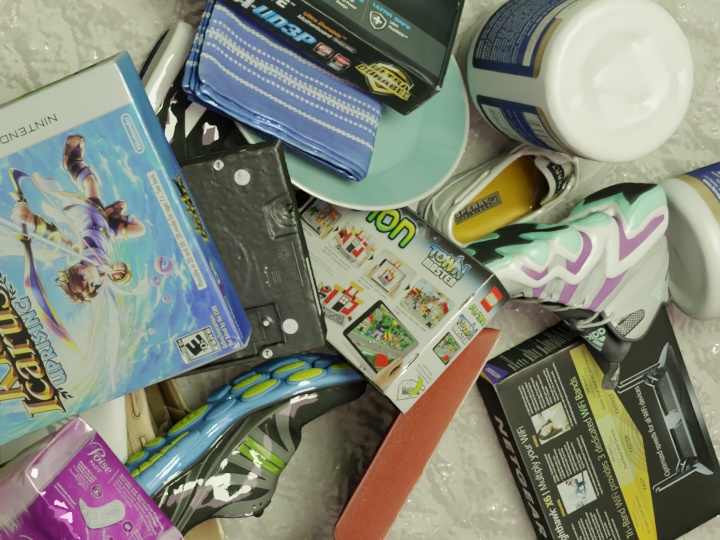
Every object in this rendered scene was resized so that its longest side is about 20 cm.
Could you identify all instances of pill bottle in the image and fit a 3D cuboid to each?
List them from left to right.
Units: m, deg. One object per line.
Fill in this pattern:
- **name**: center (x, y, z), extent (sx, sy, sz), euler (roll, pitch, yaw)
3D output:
- **pill bottle**: center (0.142, -0.142, 1.099), extent (0.110, 0.200, 0.112), euler (-4, 102, -18)
- **pill bottle**: center (0.336, -0.043, 1.229), extent (0.198, 0.116, 0.117), euler (-18, 106, -14)

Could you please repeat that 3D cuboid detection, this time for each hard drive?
- **hard drive**: center (-0.133, 0.002, 1.029), extent (0.198, 0.038, 0.141), euler (-13, 104, 5)

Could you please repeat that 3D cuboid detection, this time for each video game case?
- **video game case**: center (-0.191, -0.011, 0.987), extent (0.180, 0.045, 0.201), euler (-22, 103, 9)

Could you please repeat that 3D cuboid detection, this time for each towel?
- **towel**: center (-0.037, -0.171, 1.073), extent (0.144, 0.024, 0.202), euler (25, 58, -21)

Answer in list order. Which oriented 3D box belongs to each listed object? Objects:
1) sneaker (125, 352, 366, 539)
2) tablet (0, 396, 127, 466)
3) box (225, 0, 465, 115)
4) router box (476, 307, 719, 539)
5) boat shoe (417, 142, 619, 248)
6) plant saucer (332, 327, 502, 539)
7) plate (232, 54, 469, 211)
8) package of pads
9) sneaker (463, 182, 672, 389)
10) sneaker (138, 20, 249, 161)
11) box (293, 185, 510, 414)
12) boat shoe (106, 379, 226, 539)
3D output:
- **sneaker**: center (-0.079, 0.126, 1.079), extent (0.199, 0.071, 0.083), euler (-35, 110, -12)
- **tablet**: center (-0.226, 0.106, 1.092), extent (0.129, 0.014, 0.202), euler (2, 102, 13)
- **box**: center (-0.017, -0.223, 1.071), extent (0.199, 0.046, 0.160), euler (31, 55, -21)
- **router box**: center (0.198, 0.136, 1.250), extent (0.156, 0.052, 0.201), euler (-26, 107, -12)
- **boat shoe**: center (0.139, -0.074, 1.181), extent (0.199, 0.070, 0.071), euler (-27, 107, -11)
- **plant saucer**: center (0.037, 0.122, 1.131), extent (0.037, 0.200, 0.201), euler (30, 90, 2)
- **plate**: center (-0.014, -0.129, 1.101), extent (0.198, 0.026, 0.202), euler (12, 62, -23)
- **package of pads**: center (-0.222, 0.191, 1.039), extent (0.121, 0.199, 0.076), euler (52, 39, -10)
- **sneaker**: center (0.161, 0.027, 1.149), extent (0.199, 0.078, 0.141), euler (-20, 105, -26)
- **sneaker**: center (-0.131, -0.063, 1.091), extent (0.111, 0.073, 0.201), euler (30, 89, -20)
- **box**: center (0.000, 0.000, 1.085), extent (0.110, 0.200, 0.035), euler (-46, 140, -5)
- **boat shoe**: center (-0.141, 0.131, 1.116), extent (0.064, 0.071, 0.201), euler (-17, 108, 26)
